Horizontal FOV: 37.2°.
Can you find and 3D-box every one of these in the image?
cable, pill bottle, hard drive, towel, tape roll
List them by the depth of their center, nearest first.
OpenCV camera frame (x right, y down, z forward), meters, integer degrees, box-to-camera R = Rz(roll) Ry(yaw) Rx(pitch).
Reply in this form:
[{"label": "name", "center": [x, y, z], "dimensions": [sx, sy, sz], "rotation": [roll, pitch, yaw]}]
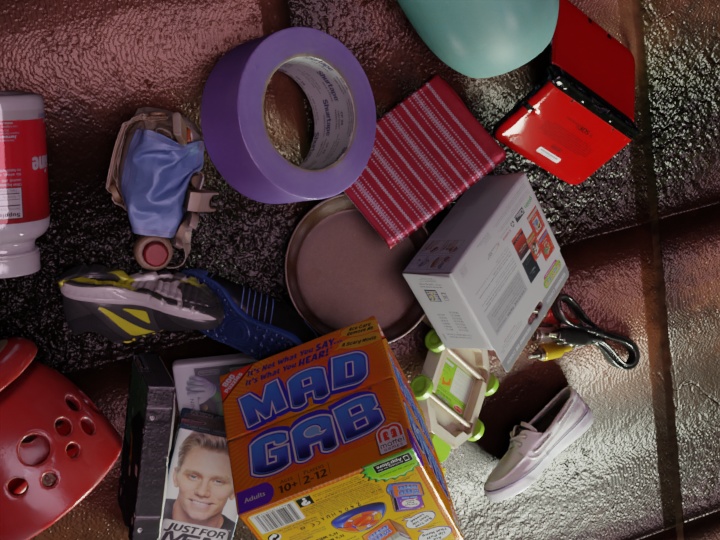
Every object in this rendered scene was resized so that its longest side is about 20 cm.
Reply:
[{"label": "pill bottle", "center": [-0.405, -0.097, 1.192], "dimensions": [0.112, 0.112, 0.200], "rotation": [-3, 103, -19]}, {"label": "tape roll", "center": [-0.083, -0.181, 1.265], "dimensions": [0.200, 0.085, 0.200], "rotation": [2, 87, -39]}, {"label": "hard drive", "center": [-0.261, 0.214, 1.299], "dimensions": [0.038, 0.140, 0.200], "rotation": [3, 100, -21]}, {"label": "towel", "center": [0.071, -0.141, 1.368], "dimensions": [0.200, 0.022, 0.145], "rotation": [-38, 83, -8]}, {"label": "cable", "center": [0.321, 0.090, 1.543], "dimensions": [0.200, 0.050, 0.097], "rotation": [11, 81, -34]}]

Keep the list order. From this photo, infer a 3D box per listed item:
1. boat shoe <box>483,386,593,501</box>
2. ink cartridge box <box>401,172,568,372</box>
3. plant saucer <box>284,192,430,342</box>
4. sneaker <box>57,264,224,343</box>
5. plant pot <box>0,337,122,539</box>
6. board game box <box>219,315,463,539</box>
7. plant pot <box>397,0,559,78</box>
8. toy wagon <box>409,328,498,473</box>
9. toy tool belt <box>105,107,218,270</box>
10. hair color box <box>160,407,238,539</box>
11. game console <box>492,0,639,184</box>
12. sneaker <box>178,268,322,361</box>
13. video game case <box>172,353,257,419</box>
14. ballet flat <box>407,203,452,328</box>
[{"label": "boat shoe", "center": [0.243, 0.244, 1.528], "dimensions": [0.200, 0.074, 0.065], "rotation": [-41, 107, -18]}, {"label": "ink cartridge box", "center": [0.169, 0.004, 1.387], "dimensions": [0.200, 0.084, 0.176], "rotation": [-51, 124, -32]}, {"label": "plant saucer", "center": [0.000, 0.000, 1.373], "dimensions": [0.200, 0.034, 0.201], "rotation": [1, 82, -11]}, {"label": "sneaker", "center": [-0.263, 0.048, 1.287], "dimensions": [0.200, 0.075, 0.085], "rotation": [11, 120, 2]}, {"label": "plant pot", "center": [-0.400, 0.188, 1.213], "dimensions": [0.200, 0.200, 0.183], "rotation": [-34, 108, -9]}, {"label": "board game box", "center": [-0.024, 0.217, 1.234], "dimensions": [0.200, 0.200, 0.200], "rotation": [-22, 133, 5]}, {"label": "plant pot", "center": [0.149, -0.334, 1.298], "dimensions": [0.200, 0.201, 0.161], "rotation": [-36, 123, -9]}, {"label": "toy wagon", "center": [0.117, 0.174, 1.429], "dimensions": [0.155, 0.040, 0.200], "rotation": [42, 61, -43]}, {"label": "toy tool belt", "center": [-0.232, -0.088, 1.250], "dimensions": [0.125, 0.123, 0.200], "rotation": [3, 101, -20]}, {"label": "hair color box", "center": [-0.200, 0.283, 1.352], "dimensions": [0.100, 0.061, 0.200], "rotation": [12, 107, -9]}, {"label": "game console", "center": [0.274, -0.234, 1.423], "dimensions": [0.200, 0.119, 0.172], "rotation": [22, 125, -42]}, {"label": "sneaker", "center": [-0.138, 0.058, 1.325], "dimensions": [0.200, 0.078, 0.070], "rotation": [33, 113, 14]}, {"label": "video game case", "center": [-0.130, 0.191, 1.369], "dimensions": [0.200, 0.023, 0.182], "rotation": [-6, 109, -3]}, {"label": "ballet flat", "center": [0.093, -0.017, 1.417], "dimensions": [0.066, 0.057, 0.200], "rotation": [-10, 105, -16]}]
